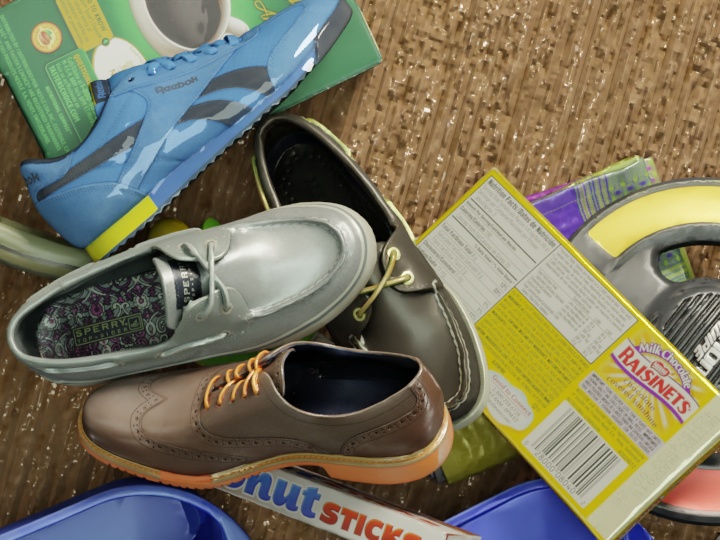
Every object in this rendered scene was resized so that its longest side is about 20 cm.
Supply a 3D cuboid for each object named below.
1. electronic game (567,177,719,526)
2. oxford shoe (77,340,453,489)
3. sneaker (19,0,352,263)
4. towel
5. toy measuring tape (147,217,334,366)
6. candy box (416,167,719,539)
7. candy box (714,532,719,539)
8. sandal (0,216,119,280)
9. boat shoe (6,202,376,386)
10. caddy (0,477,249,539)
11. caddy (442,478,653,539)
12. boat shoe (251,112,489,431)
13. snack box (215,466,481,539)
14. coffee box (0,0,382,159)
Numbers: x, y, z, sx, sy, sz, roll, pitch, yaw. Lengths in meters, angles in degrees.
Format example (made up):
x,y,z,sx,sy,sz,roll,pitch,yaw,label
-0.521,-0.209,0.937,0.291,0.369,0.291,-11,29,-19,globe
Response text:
x,y,z,sx,sy,sz,roll,pitch,yaw,label
0.195,0.043,0.908,0.198,0.042,0.202,-2,71,5,electronic game
-0.054,0.064,0.830,0.198,0.073,0.072,-3,50,9,oxford shoe
-0.094,-0.094,0.867,0.200,0.066,0.079,-41,96,-3,sneaker
0.106,0.029,0.959,0.199,0.023,0.145,-21,93,-5,towel
-0.048,0.048,0.914,0.200,0.074,0.074,44,87,-3,toy measuring tape
0.104,0.045,0.892,0.102,0.026,0.200,-41,68,-5,candy box
0.270,0.159,0.908,0.071,0.168,0.200,37,88,-6,candy box
-0.223,-0.043,0.894,0.200,0.080,0.058,19,95,-16,sandal
-0.089,0.015,0.842,0.199,0.071,0.071,-19,82,9,boat shoe
-0.146,0.197,0.885,0.199,0.105,0.142,-23,93,-5,caddy
0.087,0.204,0.924,0.199,0.105,0.142,-26,71,-5,caddy
0.000,0.000,0.886,0.072,0.061,0.202,-35,68,2,boat shoe
-0.036,0.119,0.878,0.199,0.072,0.024,18,87,21,snack box
-0.100,-0.129,0.919,0.199,0.044,0.124,-28,96,-5,coffee box
